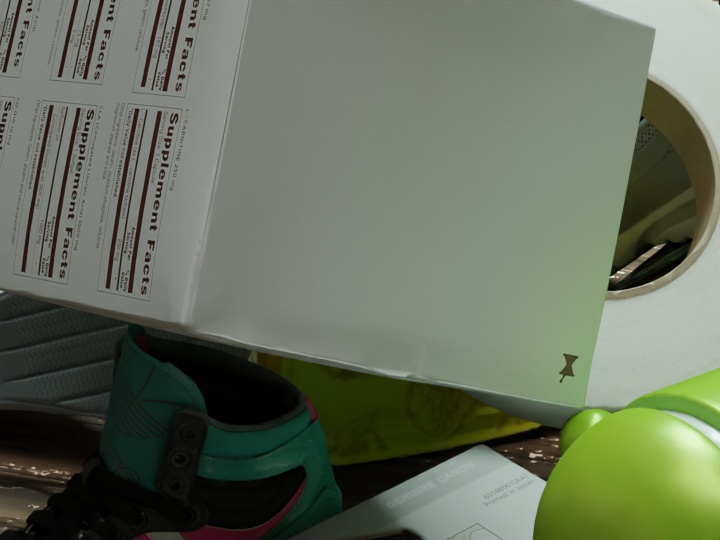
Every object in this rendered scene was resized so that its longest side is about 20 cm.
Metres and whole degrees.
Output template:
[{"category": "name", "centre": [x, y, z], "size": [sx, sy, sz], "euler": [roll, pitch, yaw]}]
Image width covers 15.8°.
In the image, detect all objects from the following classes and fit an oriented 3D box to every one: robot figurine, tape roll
[{"category": "robot figurine", "centre": [0.145, 0.089, 0.904], "size": [0.199, 0.116, 0.175], "euler": [-17, 28, -33]}, {"category": "tape roll", "centre": [0.096, -0.033, 1.098], "size": [0.201, 0.037, 0.204], "euler": [3, 71, -7]}]

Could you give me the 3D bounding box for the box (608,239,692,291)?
[{"category": "box", "centre": [0.222, -0.034, 1.196], "size": [0.200, 0.040, 0.137], "euler": [-29, 2, 37]}]

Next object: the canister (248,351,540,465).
[{"category": "canister", "centre": [0.000, 0.000, 1.203], "size": [0.148, 0.087, 0.200], "euler": [-9, 27, -18]}]

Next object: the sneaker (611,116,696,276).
[{"category": "sneaker", "centre": [0.122, -0.048, 1.225], "size": [0.075, 0.082, 0.200], "euler": [-32, 3, -40]}]

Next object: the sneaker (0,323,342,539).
[{"category": "sneaker", "centre": [-0.095, 0.084, 0.989], "size": [0.199, 0.121, 0.084], "euler": [-15, 30, -27]}]

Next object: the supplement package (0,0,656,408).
[{"category": "supplement package", "centre": [-0.035, -0.046, 0.963], "size": [0.191, 0.148, 0.199], "euler": [13, -2, -40]}]

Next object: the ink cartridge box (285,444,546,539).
[{"category": "ink cartridge box", "centre": [0.040, 0.148, 0.952], "size": [0.199, 0.045, 0.176], "euler": [-22, 36, -39]}]

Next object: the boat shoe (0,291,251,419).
[{"category": "boat shoe", "centre": [-0.141, 0.025, 1.141], "size": [0.199, 0.074, 0.067], "euler": [-4, 15, 9]}]

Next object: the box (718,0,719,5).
[{"category": "box", "centre": [0.303, -0.124, 1.389], "size": [0.199, 0.149, 0.124], "euler": [-5, 26, -11]}]
